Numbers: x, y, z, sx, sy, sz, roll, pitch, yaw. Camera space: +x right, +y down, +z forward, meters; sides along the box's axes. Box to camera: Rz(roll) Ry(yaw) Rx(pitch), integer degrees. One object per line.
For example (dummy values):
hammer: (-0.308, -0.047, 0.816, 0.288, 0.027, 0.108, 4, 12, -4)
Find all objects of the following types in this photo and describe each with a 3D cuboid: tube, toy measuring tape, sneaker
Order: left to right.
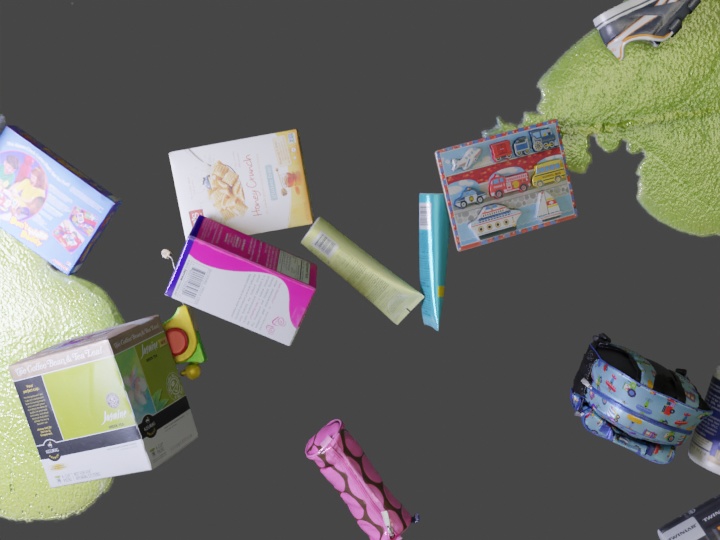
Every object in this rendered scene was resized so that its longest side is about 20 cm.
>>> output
toy measuring tape: (-0.291, 0.072, 1.515, 0.073, 0.074, 0.202, -19, 87, 4)
tube: (0.000, 0.000, 1.504, 0.199, 0.058, 0.052, 39, 80, -3)
tube: (0.109, -0.015, 1.490, 0.050, 0.077, 0.203, 2, 93, -7)
sneaker: (0.443, -0.375, 1.432, 0.198, 0.078, 0.080, -26, 91, 16)

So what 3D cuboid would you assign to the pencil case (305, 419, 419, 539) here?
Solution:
pencil case: (-0.002, 0.328, 1.520, 0.090, 0.094, 0.201, -38, 94, 6)

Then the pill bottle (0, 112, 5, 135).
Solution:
pill bottle: (-0.629, -0.250, 1.460, 0.199, 0.112, 0.113, 34, 97, -3)

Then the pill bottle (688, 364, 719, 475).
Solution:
pill bottle: (0.574, 0.203, 1.476, 0.118, 0.120, 0.203, 15, 97, 0)

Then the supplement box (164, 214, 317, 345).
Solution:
supplement box: (-0.171, 0.014, 1.462, 0.198, 0.104, 0.102, 24, 109, -9)

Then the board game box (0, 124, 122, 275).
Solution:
board game box: (-0.483, -0.106, 1.506, 0.199, 0.045, 0.135, 36, 97, -3)

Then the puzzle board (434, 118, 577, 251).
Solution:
puzzle board: (0.220, -0.128, 1.474, 0.198, 0.017, 0.153, -16, 96, -11)

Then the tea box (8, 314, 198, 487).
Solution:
tea box: (-0.377, 0.193, 1.463, 0.198, 0.133, 0.199, -14, 98, 26)

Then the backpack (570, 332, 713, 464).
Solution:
backpack: (0.407, 0.195, 1.439, 0.181, 0.200, 0.136, 24, 97, -2)

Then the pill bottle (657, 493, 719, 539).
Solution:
pill bottle: (0.563, 0.393, 1.505, 0.199, 0.106, 0.107, -31, 95, 5)

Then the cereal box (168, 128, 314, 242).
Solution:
cereal box: (-0.178, -0.125, 1.497, 0.197, 0.040, 0.146, -11, 97, 3)
